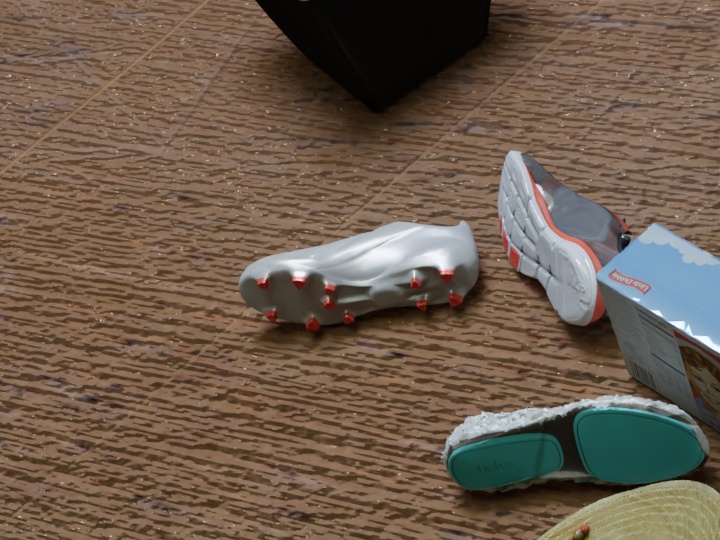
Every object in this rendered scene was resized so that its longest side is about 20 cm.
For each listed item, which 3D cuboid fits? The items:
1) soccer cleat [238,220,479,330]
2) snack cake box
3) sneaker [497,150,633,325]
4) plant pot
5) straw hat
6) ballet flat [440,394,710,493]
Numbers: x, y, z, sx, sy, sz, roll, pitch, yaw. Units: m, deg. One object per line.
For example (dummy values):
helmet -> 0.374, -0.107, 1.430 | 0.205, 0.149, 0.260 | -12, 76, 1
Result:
soccer cleat -> 0.000, 0.000, 1.654 | 0.199, 0.070, 0.078 | -5, 41, 10
snack cake box -> 0.267, 0.061, 1.430 | 0.067, 0.115, 0.200 | -40, 45, -17
sneaker -> 0.171, -0.025, 1.610 | 0.081, 0.077, 0.200 | -5, 40, -19
plant pot -> 0.006, -0.268, 1.828 | 0.200, 0.178, 0.199 | -35, 43, -13
straw hat -> 0.179, 0.232, 1.323 | 0.200, 0.085, 0.201 | -32, 19, 12
ballet flat -> 0.156, 0.118, 1.466 | 0.199, 0.072, 0.072 | -5, 46, 19
